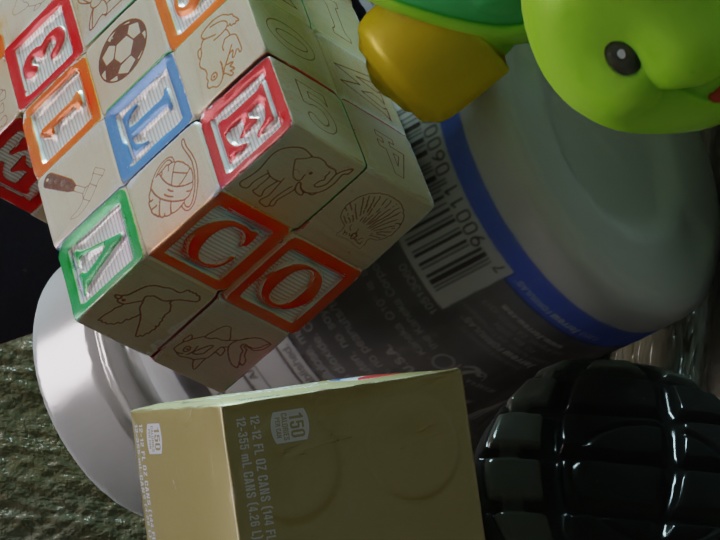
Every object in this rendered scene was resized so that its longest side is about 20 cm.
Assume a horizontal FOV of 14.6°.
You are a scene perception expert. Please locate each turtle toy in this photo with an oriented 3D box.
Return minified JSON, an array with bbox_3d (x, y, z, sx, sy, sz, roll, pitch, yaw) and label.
[{"bbox_3d":[0.042,-0.113,0.732,0.200,0.146,0.101,53,-174,23],"label":"turtle toy"}]

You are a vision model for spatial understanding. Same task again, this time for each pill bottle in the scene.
[{"bbox_3d":[0.000,0.000,0.864,0.200,0.114,0.114,-28,42,34],"label":"pill bottle"}]

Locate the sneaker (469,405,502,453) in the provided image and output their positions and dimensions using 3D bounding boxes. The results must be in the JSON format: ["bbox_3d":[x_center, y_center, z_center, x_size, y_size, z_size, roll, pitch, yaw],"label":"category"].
[{"bbox_3d":[0.056,0.148,0.921,0.115,0.080,0.200,53,-146,-72],"label":"sneaker"}]

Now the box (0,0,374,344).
[{"bbox_3d":[-0.092,-0.097,1.033,0.200,0.198,0.123,-90,-25,-45],"label":"box"}]

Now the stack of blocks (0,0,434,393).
[{"bbox_3d":[-0.063,-0.062,0.830,0.115,0.059,0.200,-42,44,22],"label":"stack of blocks"}]

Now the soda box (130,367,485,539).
[{"bbox_3d":[-0.004,0.127,0.695,0.064,0.068,0.200,-10,88,64],"label":"soda box"}]

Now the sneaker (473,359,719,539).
[{"bbox_3d":[0.063,0.103,0.726,0.200,0.075,0.079,-86,1,-51],"label":"sneaker"}]
